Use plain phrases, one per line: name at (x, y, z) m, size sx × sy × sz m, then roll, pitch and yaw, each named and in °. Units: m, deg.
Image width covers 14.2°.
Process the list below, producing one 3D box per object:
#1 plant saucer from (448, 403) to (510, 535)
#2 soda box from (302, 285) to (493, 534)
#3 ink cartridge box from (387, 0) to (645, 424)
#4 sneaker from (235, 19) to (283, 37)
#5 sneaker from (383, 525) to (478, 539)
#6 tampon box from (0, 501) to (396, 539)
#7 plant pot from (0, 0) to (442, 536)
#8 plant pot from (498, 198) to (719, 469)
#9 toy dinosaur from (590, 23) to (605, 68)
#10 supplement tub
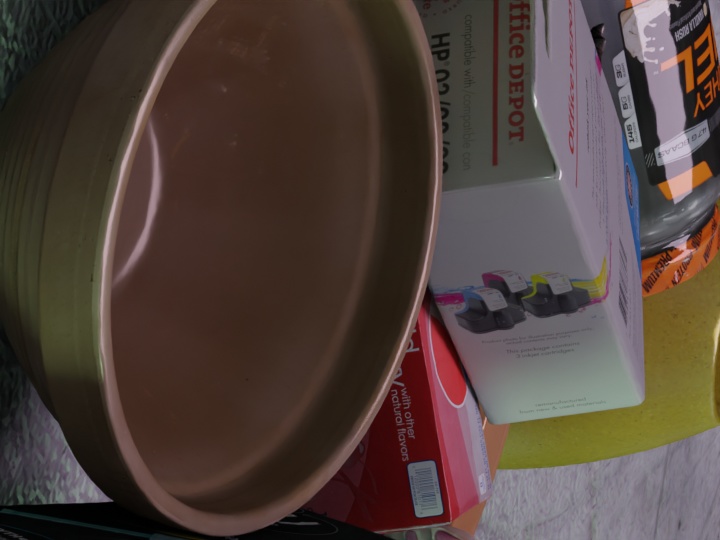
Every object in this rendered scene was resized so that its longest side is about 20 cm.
plant saucer at (0.038, 0.076, 1.306) m, size 0.200 × 0.032 × 0.201 m, roll -162°, pitch -90°, yaw -84°
soda box at (0.000, 0.000, 1.129) m, size 0.070 × 0.063 × 0.200 m, roll -19°, pitch 100°, yaw -72°
ink cartridge box at (0.057, -0.043, 1.104) m, size 0.200 × 0.068 × 0.115 m, roll 65°, pitch 21°, yaw -52°
sneaker at (0.019, -0.147, 1.012) m, size 0.200 × 0.078 × 0.090 m, roll -44°, pitch -168°, yaw 12°
sneaker at (0.024, 0.174, 1.217) m, size 0.200 × 0.088 × 0.081 m, roll -49°, pitch -146°, yaw 46°
tampon box at (-0.054, 0.152, 0.925) m, size 0.200 × 0.150 × 0.126 m, roll 2°, pitch 100°, yaw -48°
plant pot at (-0.061, -0.019, 0.959) m, size 0.201 × 0.093 × 0.201 m, roll -26°, pitch 122°, yaw -52°
plant pot at (0.126, 0.016, 1.479) m, size 0.200 × 0.142 × 0.200 m, roll 11°, pitch 90°, yaw -71°
toy dinosaur at (0.054, -0.128, 1.154) m, size 0.200 × 0.102 × 0.077 m, roll 100°, pitch -1°, yaw -55°
supplement tub at (0.102, -0.094, 1.322) m, size 0.123 × 0.122 × 0.200 m, roll -53°, pitch 136°, yaw -52°
